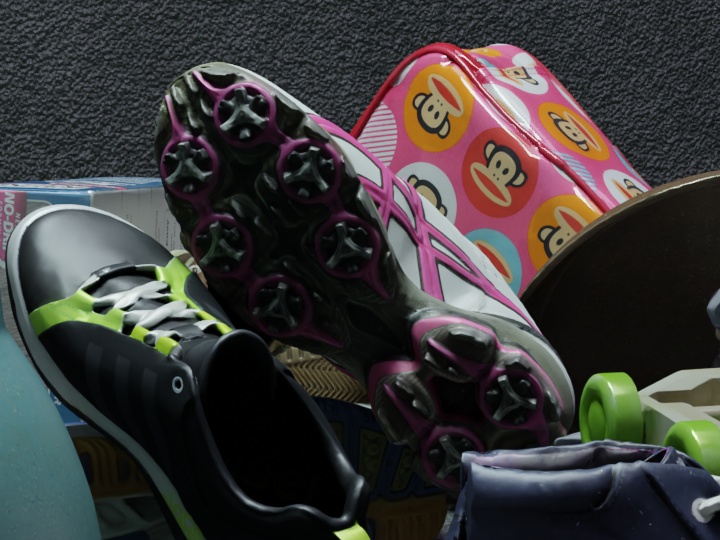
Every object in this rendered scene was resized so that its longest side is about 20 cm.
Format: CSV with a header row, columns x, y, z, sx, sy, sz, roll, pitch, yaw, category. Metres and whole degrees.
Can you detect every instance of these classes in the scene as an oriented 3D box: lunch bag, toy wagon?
x,y,z,sx,sy,sz,roll,pitch,yaw,category
0.065,0.003,1.409,0.200,0.176,0.082,48,28,24,lunch bag
0.167,0.060,0.896,0.155,0.040,0.200,-3,11,-16,toy wagon

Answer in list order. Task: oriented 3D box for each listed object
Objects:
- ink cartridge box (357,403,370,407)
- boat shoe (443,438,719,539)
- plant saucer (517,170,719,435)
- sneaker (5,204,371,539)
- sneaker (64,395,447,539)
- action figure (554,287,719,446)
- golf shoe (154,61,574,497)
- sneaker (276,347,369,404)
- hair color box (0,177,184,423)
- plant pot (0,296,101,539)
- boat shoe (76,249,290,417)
x,y,z,sx,sy,sz,roll,pitch,yaw,category
-0.066,0.084,1.227,0.200,0.044,0.174,2,5,-12,ink cartridge box
0.114,0.099,0.817,0.200,0.093,0.075,3,4,-5,boat shoe
0.146,0.030,1.152,0.200,0.200,0.037,2,39,-12,plant saucer
-0.051,0.036,0.985,0.072,0.083,0.200,-24,61,-32,sneaker
-0.067,0.080,1.070,0.200,0.075,0.088,2,4,-24,sneaker
0.138,0.071,1.060,0.069,0.130,0.200,-8,14,34,action figure
0.000,0.000,1.060,0.073,0.200,0.092,-40,8,17,golf shoe
-0.017,0.060,1.404,0.200,0.071,0.112,2,7,16,sneaker
-0.117,0.010,1.231,0.060,0.100,0.200,3,3,11,hair color box
-0.169,0.062,0.835,0.200,0.134,0.200,2,4,0,plant pot
-0.057,0.027,1.148,0.075,0.075,0.202,-13,3,14,boat shoe
